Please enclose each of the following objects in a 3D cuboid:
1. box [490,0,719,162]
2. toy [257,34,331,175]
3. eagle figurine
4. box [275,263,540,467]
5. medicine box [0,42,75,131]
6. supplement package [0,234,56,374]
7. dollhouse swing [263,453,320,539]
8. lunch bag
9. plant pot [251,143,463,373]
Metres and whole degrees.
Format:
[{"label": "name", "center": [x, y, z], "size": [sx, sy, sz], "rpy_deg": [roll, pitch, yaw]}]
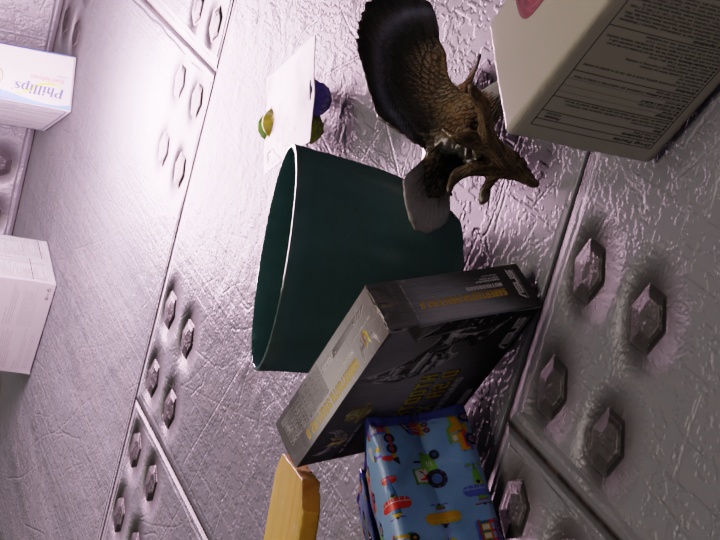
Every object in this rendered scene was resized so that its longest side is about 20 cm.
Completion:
[{"label": "box", "center": [0.194, -0.185, 1.252], "size": [0.200, 0.127, 0.110], "rpy_deg": [128, 144, -48]}, {"label": "toy", "center": [-0.064, -0.177, 1.959], "size": [0.200, 0.047, 0.116], "rpy_deg": [161, 112, -68]}, {"label": "eagle figurine", "center": [0.077, -0.136, 1.524], "size": [0.200, 0.150, 0.153], "rpy_deg": [48, 136, 48]}, {"label": "box", "center": [0.037, 0.080, 1.479], "size": [0.049, 0.158, 0.200], "rpy_deg": [61, 140, 26]}, {"label": "medicine box", "center": [-0.615, -0.324, 3.131], "size": [0.200, 0.181, 0.104], "rpy_deg": [165, 112, -65]}, {"label": "supplement package", "center": [-0.648, 0.050, 3.050], "size": [0.147, 0.199, 0.192], "rpy_deg": [-117, 42, -54]}, {"label": "dollhouse swing", "center": [-0.013, 0.279, 1.524], "size": [0.177, 0.181, 0.200], "rpy_deg": [-65, 10, -1]}, {"label": "lunch bag", "center": [0.044, 0.230, 1.522], "size": [0.200, 0.093, 0.151], "rpy_deg": [111, 149, -56]}, {"label": "plant pot", "center": [0.000, 0.000, 1.571], "size": [0.201, 0.160, 0.202], "rpy_deg": [-171, 90, -80]}]
